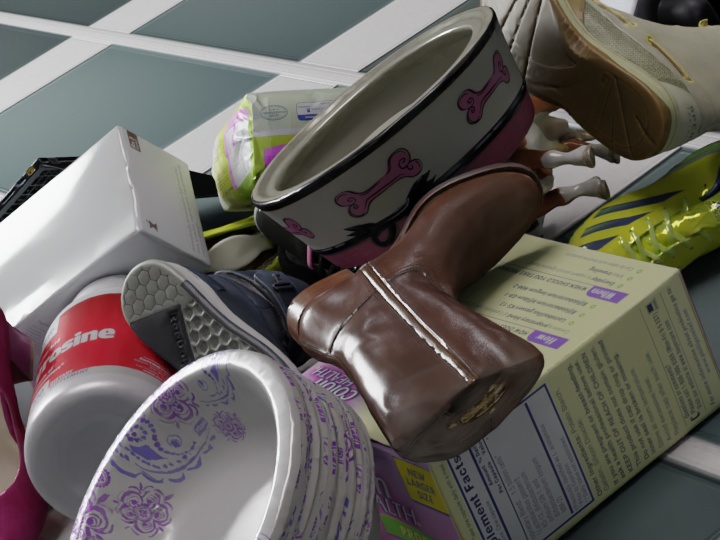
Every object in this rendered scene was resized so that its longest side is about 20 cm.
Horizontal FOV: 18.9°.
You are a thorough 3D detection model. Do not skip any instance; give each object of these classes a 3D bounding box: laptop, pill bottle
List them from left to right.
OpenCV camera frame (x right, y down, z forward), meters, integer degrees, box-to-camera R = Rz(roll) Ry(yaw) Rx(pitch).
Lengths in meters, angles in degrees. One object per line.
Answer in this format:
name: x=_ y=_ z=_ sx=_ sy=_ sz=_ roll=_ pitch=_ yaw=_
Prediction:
laptop: x=-0.206 y=-0.036 z=1.807 sx=0.200 sy=0.116 sz=0.187 roll=-45 pitch=-13 yaw=17
pill bottle: x=-0.169 y=0.082 z=1.501 sx=0.112 sy=0.112 sz=0.200 roll=-22 pitch=24 yaw=7

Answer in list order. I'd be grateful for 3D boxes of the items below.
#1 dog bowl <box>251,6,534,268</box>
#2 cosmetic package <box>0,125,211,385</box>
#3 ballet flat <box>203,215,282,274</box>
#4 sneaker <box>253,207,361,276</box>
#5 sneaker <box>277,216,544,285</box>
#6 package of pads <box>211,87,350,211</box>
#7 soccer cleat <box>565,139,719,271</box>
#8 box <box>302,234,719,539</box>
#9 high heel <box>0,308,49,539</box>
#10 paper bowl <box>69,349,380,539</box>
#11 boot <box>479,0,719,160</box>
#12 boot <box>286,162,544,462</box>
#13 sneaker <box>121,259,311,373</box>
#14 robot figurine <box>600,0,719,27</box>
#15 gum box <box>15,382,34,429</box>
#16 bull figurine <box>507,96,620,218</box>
dog bowl: x=0.028 y=-0.081 z=1.409 sx=0.200 sy=0.074 sz=0.200 roll=-36 pitch=14 yaw=11
cosmetic package: x=-0.216 y=-0.003 z=1.643 sx=0.200 sy=0.081 sz=0.113 roll=-34 pitch=48 yaw=24
ballet flat: x=-0.140 y=0.004 z=1.681 sx=0.200 sy=0.067 sz=0.067 roll=-22 pitch=2 yaw=0
sneaker: x=0.000 y=0.000 z=1.486 sx=0.200 sy=0.071 sz=0.099 roll=20 pitch=39 yaw=19
sneaker: x=0.046 y=-0.030 z=1.591 sx=0.200 sy=0.075 sz=0.116 roll=-5 pitch=24 yaw=19
package of pads: x=-0.027 y=-0.089 z=1.618 sx=0.154 sy=0.068 sz=0.200 roll=-5 pitch=-5 yaw=-10
soccer cleat: x=0.206 y=-0.029 z=1.421 sx=0.200 sy=0.065 sz=0.084 roll=-37 pitch=18 yaw=-28
box: x=0.081 y=0.077 z=1.291 sx=0.200 sy=0.097 sz=0.176 roll=-35 pitch=26 yaw=-24
high heel: x=-0.259 y=0.107 z=1.470 sx=0.067 sy=0.096 sz=0.200 roll=-14 pitch=58 yaw=24
paper bowl: x=-0.068 y=0.153 z=1.208 sx=0.201 sy=0.104 sz=0.201 roll=-35 pitch=38 yaw=33
boot: x=0.188 y=-0.150 z=1.469 sx=0.155 sy=0.072 sz=0.200 roll=-11 pitch=43 yaw=-37
boot: x=0.065 y=0.022 z=1.225 sx=0.186 sy=0.064 sz=0.200 roll=-36 pitch=25 yaw=-8
sneaker: x=-0.052 y=0.069 z=1.458 sx=0.077 sy=0.146 sz=0.202 roll=-51 pitch=60 yaw=19
robot figurine: x=0.218 y=-0.198 z=1.698 sx=0.150 sy=0.125 sz=0.200 roll=-13 pitch=12 yaw=-39
gum box: x=-0.316 y=0.156 z=1.544 sx=0.113 sy=0.066 sz=0.200 roll=-10 pitch=28 yaw=29
bull figurine: x=0.108 y=-0.067 z=1.469 sx=0.121 sy=0.065 sz=0.200 roll=-10 pitch=29 yaw=18
